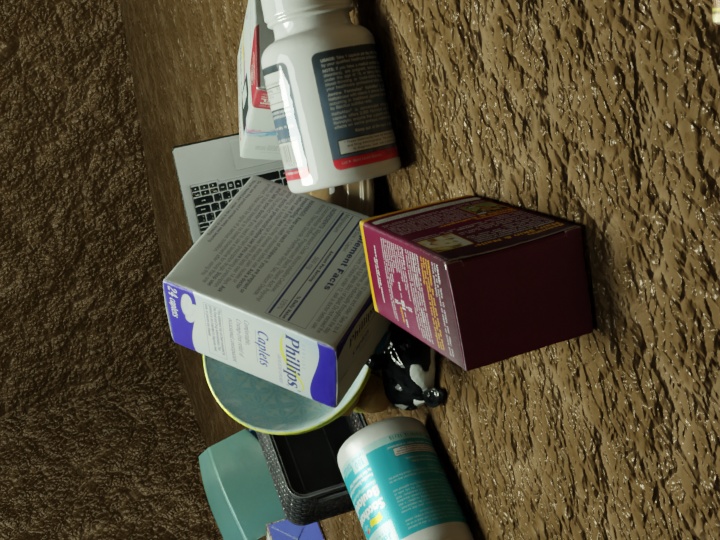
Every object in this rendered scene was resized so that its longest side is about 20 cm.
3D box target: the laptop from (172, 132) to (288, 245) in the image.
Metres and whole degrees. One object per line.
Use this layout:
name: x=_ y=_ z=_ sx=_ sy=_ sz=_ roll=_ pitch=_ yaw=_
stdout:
laptop: x=-0.114 y=-0.072 z=1.390 sx=0.116 sy=0.187 sz=0.201 roll=-156 pitch=54 yaw=-70

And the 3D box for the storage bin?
storage bin: x=-0.066 y=0.241 z=1.586 sx=0.094 sy=0.135 sz=0.200 roll=97 pitch=154 yaw=-52

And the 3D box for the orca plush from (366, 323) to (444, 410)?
orca plush: x=0.044 y=0.099 z=1.200 sx=0.200 sy=0.071 sz=0.106 roll=118 pitch=136 yaw=-67

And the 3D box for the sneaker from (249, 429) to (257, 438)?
sneaker: x=-0.192 y=0.305 z=2.237 sx=0.078 sy=0.066 sz=0.201 roll=41 pitch=145 yaw=54

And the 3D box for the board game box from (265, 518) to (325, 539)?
board game box: x=-0.110 y=0.578 z=2.115 sx=0.200 sy=0.097 sz=0.160 roll=96 pitch=155 yaw=-51

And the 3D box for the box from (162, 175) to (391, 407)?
box: x=-0.071 y=0.019 z=1.175 sx=0.199 sy=0.184 sz=0.105 roll=21 pitch=139 yaw=17

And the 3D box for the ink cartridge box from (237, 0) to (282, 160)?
ink cartridge box: x=-0.096 y=-0.232 z=1.321 sx=0.200 sy=0.083 sz=0.146 roll=124 pitch=144 yaw=-69

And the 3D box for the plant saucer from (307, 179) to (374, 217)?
plant saucer: x=-0.030 y=-0.090 z=1.299 sx=0.200 sy=0.029 sz=0.201 roll=179 pitch=90 yaw=-71

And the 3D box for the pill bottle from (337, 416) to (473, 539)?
pill bottle: x=0.055 y=0.271 z=1.237 sx=0.111 sy=0.110 sz=0.200 roll=98 pitch=154 yaw=-53

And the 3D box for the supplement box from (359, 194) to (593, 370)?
supplement box: x=0.086 y=0.002 z=0.894 sx=0.200 sy=0.110 sz=0.086 roll=-149 pitch=46 yaw=-69

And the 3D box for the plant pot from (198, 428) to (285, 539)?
plant pot: x=-0.227 y=0.425 z=2.198 sx=0.200 sy=0.141 sz=0.141 roll=60 pitch=152 yaw=8

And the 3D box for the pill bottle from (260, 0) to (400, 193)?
pill bottle: x=-0.035 y=-0.187 z=1.137 sx=0.120 sy=0.119 sz=0.201 roll=-170 pitch=67 yaw=-73

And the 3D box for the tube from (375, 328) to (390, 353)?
tube: x=0.000 y=0.000 z=1.329 sx=0.077 sy=0.050 sz=0.201 roll=-3 pitch=96 yaw=63

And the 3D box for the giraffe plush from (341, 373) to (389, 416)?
giraffe plush: x=-0.063 y=0.102 z=1.438 sx=0.200 sy=0.172 sz=0.163 roll=-7 pitch=85 yaw=57

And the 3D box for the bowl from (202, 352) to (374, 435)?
bowl: x=-0.073 y=0.098 z=1.298 sx=0.108 sy=0.200 sz=0.201 roll=60 pitch=-170 yaw=-70

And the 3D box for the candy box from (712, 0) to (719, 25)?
candy box: x=0.196 y=-0.190 z=0.439 sx=0.115 sy=0.055 sz=0.201 roll=-133 pitch=32 yaw=-60
